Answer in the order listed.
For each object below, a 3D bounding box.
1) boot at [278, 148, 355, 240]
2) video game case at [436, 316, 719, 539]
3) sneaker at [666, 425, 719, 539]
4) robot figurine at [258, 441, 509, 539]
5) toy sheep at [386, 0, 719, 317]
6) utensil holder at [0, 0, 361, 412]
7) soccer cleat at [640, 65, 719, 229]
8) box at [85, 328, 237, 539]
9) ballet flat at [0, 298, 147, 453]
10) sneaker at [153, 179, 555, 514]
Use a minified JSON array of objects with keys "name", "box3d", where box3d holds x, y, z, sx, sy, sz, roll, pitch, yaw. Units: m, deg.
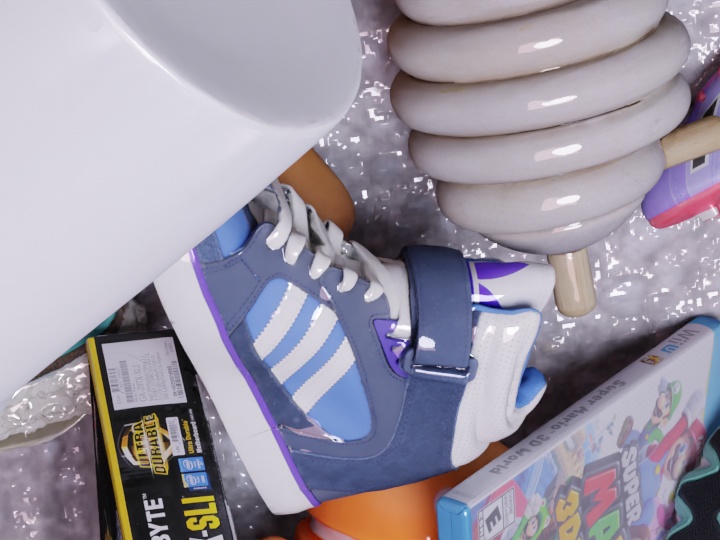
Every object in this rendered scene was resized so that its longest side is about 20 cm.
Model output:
[{"name":"boot","box3d":[-0.034,-0.111,1.099,0.155,0.074,0.200,-44,114,9]},{"name":"video game case","box3d":[0.102,0.122,1.171,0.018,0.200,0.144,15,121,36]},{"name":"sneaker","box3d":[0.238,0.093,1.201,0.140,0.078,0.200,42,88,-26]},{"name":"robot figurine","box3d":[0.020,0.153,1.187,0.143,0.117,0.201,11,98,8]},{"name":"toy sheep","box3d":[0.077,-0.077,1.095,0.137,0.138,0.201,-14,103,0]},{"name":"utensil holder","box3d":[-0.122,-0.058,0.904,0.200,0.170,0.170,-36,114,28]},{"name":"soccer cleat","box3d":[0.192,-0.095,1.142,0.200,0.067,0.077,-38,83,16]},{"name":"box","box3d":[-0.079,0.151,1.132,0.049,0.160,0.201,-9,134,-11]},{"name":"ballet flat","box3d":[-0.181,0.064,1.166,0.199,0.072,0.072,-18,115,2]},{"name":"sneaker","box3d":[0.000,0.000,1.069,0.146,0.081,0.201,-20,122,4]}]
